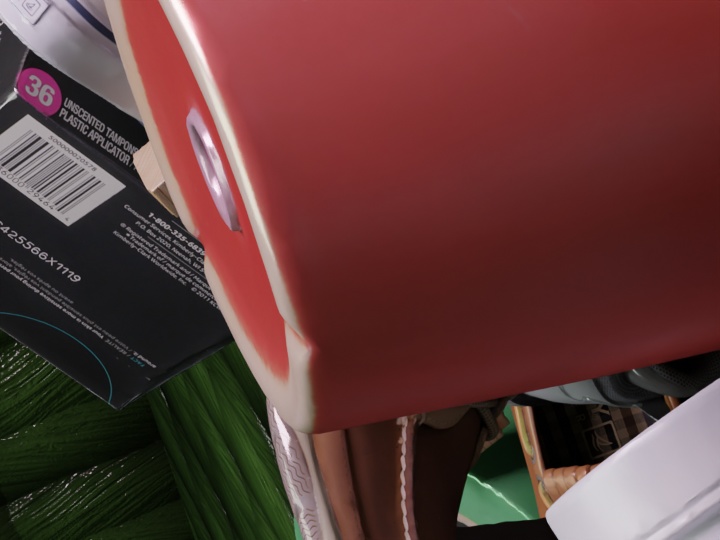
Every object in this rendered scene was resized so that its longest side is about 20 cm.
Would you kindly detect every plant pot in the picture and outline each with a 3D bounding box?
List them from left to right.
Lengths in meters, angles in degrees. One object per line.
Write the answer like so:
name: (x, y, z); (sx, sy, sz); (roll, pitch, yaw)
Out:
plant pot: (0.039, -0.057, 0.587); (0.200, 0.177, 0.201); (158, 90, -80)

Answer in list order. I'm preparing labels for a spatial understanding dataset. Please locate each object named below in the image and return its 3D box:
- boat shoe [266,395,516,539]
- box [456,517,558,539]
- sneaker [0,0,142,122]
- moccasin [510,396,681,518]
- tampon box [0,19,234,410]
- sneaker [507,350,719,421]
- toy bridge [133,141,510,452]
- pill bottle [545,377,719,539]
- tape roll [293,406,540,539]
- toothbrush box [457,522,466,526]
boat shoe: (0.012, 0.022, 0.673); (0.076, 0.071, 0.201); (56, -157, -71)
box: (0.097, 0.198, 0.709); (0.200, 0.165, 0.165); (57, 139, 46)
sneaker: (-0.047, -0.080, 0.839); (0.073, 0.071, 0.200); (53, -167, 28)
moccasin: (0.099, 0.074, 0.860); (0.078, 0.073, 0.202); (69, -174, -76)
tampon box: (-0.094, -0.077, 0.994); (0.150, 0.126, 0.201); (36, -133, -25)
sneaker: (0.075, -0.047, 0.729); (0.115, 0.075, 0.201); (18, 114, 56)
toy bridge: (0.000, 0.000, 0.852); (0.200, 0.067, 0.027); (47, -173, -39)
pill bottle: (0.133, 0.118, 0.558); (0.200, 0.112, 0.112); (55, 167, 11)
tape roll: (0.060, 0.142, 1.002); (0.200, 0.048, 0.201); (30, 141, 28)
toothbrush box: (0.022, 0.026, 1.102); (0.146, 0.085, 0.201); (-131, 23, -59)
